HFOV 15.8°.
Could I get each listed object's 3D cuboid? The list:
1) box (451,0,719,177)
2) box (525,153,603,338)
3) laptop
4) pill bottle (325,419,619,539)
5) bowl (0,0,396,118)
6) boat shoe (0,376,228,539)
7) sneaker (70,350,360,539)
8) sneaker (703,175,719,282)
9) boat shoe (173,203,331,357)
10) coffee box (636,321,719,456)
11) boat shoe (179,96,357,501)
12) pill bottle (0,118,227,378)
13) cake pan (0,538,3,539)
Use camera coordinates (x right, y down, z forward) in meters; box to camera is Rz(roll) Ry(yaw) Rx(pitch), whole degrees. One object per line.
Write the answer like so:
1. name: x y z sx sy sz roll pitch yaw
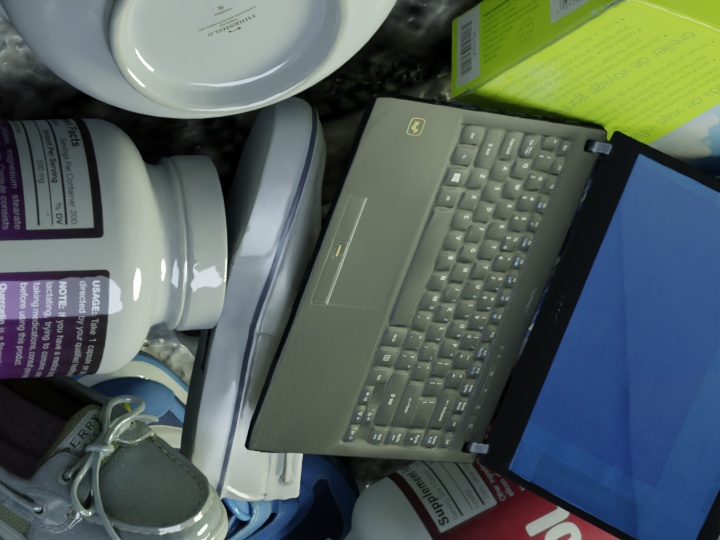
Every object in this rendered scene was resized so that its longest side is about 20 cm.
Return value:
1. box: 0.155 -0.088 1.153 0.200 0.048 0.122 16 153 -32
2. box: 0.148 -0.003 1.286 0.200 0.032 0.121 17 130 -34
3. laptop: 0.079 0.032 1.133 0.200 0.103 0.178 6 115 -34
4. pill bottle: 0.069 0.140 1.329 0.200 0.113 0.113 -27 140 -9
5. bowl: -0.059 -0.127 1.038 0.201 0.090 0.201 -10 139 -8
6. boat shoe: -0.149 0.072 1.161 0.074 0.202 0.065 -44 152 -34
7. sneaker: -0.075 0.113 1.309 0.074 0.082 0.200 -40 136 24
8. sneaker: 0.235 0.013 1.199 0.200 0.075 0.085 14 153 -1
9. boat shoe: 0.000 0.000 1.211 0.200 0.074 0.067 -35 136 21
10. coffee box: 0.231 0.079 1.213 0.200 0.123 0.044 40 124 5
11. boat shoe: -0.032 0.017 1.168 0.070 0.071 0.200 8 113 -11
12. pill bottle: -0.163 -0.008 1.120 0.200 0.113 0.113 -2 138 -16
13. cake pan: -0.183 0.135 1.269 0.200 0.037 0.200 13 157 6
